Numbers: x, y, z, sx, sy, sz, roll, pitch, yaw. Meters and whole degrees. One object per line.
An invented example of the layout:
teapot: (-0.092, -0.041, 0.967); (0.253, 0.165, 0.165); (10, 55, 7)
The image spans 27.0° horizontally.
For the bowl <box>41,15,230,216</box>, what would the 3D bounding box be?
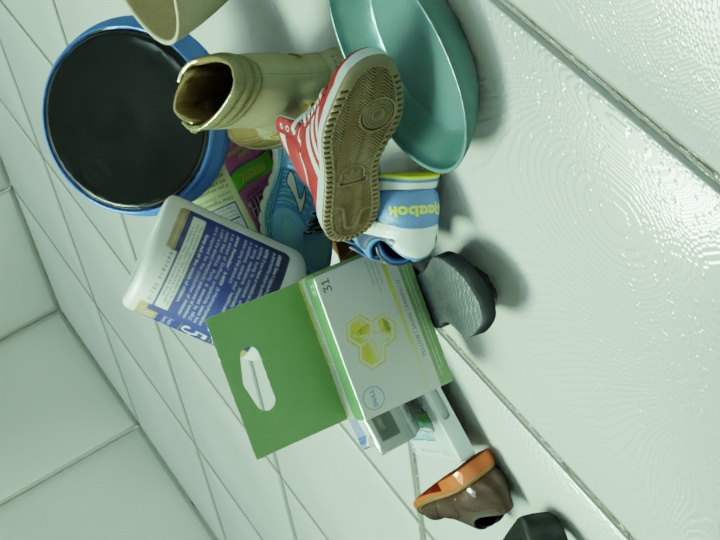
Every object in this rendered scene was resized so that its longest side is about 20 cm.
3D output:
bowl: (-0.226, -0.151, 1.488); (0.201, 0.200, 0.039); (62, -159, -2)

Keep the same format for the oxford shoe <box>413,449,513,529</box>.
oxford shoe: (0.110, 0.252, 1.612); (0.073, 0.071, 0.200); (53, 162, 8)

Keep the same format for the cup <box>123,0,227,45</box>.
cup: (-0.151, -0.320, 1.323); (0.200, 0.143, 0.201); (52, 160, 27)

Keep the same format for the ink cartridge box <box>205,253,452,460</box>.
ink cartridge box: (-0.027, 0.074, 1.401); (0.048, 0.199, 0.146); (-10, 101, 63)

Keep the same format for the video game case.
video game case: (0.049, 0.122, 1.632); (0.183, 0.024, 0.200); (61, 168, -1)

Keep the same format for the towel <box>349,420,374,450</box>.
towel: (0.001, 0.153, 1.845); (0.147, 0.024, 0.200); (62, 163, 1)

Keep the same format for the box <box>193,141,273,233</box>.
box: (-0.143, -0.093, 1.598); (0.201, 0.096, 0.176); (65, -159, -9)

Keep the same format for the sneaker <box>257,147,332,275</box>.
sneaker: (-0.047, -0.077, 1.477); (0.090, 0.078, 0.201); (28, 129, 43)

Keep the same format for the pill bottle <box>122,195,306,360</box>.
pill bottle: (-0.119, 0.019, 1.458); (0.199, 0.120, 0.120); (24, 166, -10)

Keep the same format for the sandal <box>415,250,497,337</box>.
sandal: (0.090, 0.015, 1.357); (0.200, 0.043, 0.076); (-173, 62, -81)

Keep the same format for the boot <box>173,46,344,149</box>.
boot: (-0.108, -0.152, 1.360); (0.200, 0.155, 0.073); (-15, 86, 53)

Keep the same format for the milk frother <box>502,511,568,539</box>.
milk frother: (0.138, 0.353, 1.474); (0.181, 0.199, 0.188); (60, 163, 16)

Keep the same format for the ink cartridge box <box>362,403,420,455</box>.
ink cartridge box: (0.011, 0.105, 1.620); (0.163, 0.057, 0.200); (61, -170, 1)

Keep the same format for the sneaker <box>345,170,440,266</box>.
sneaker: (0.015, -0.042, 1.368); (0.200, 0.074, 0.083); (170, 92, -72)

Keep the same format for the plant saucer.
plant saucer: (0.039, -0.175, 1.193); (0.200, 0.036, 0.200); (52, 160, 27)

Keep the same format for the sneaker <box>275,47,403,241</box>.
sneaker: (-0.021, -0.130, 1.257); (0.200, 0.071, 0.113); (102, 150, -47)

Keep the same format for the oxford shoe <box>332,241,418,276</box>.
oxford shoe: (0.000, 0.000, 1.526); (0.200, 0.071, 0.071); (48, 161, 42)
